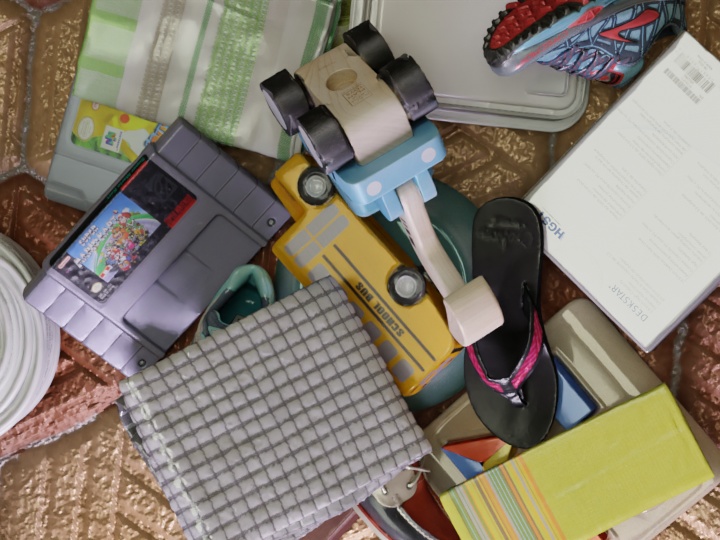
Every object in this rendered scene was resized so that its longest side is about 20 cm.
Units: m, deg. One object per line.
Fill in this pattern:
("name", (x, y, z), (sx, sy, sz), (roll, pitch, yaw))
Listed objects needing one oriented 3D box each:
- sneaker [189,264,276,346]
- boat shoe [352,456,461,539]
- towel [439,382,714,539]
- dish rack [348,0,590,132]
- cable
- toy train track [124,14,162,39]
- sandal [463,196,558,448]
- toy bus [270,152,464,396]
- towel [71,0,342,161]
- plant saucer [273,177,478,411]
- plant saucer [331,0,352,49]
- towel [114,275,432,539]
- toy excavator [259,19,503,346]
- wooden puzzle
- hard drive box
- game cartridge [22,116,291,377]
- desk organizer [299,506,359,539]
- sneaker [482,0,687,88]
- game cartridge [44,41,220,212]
("sneaker", (-0.117, 0.077, 1.569), (0.077, 0.086, 0.200), (15, 52, 2))
("boat shoe", (0.017, 0.155, 1.581), (0.200, 0.071, 0.063), (45, 112, 9))
("towel", (0.167, 0.167, 1.544), (0.200, 0.018, 0.086), (-28, 95, 9))
("dish rack", (0.094, -0.202, 1.568), (0.199, 0.044, 0.172), (6, 90, -8))
("cable", (-0.354, 0.056, 1.685), (0.200, 0.069, 0.200), (-31, 84, 10))
("toy train track", (-0.124, -0.266, 1.609), (0.115, 0.033, 0.200), (41, 104, 4))
("sandal", (0.111, 0.044, 1.535), (0.075, 0.045, 0.201), (0, 104, 18))
("toy bus", (0.000, 0.000, 1.572), (0.078, 0.065, 0.200), (-44, 82, 10))
("towel", (-0.126, -0.180, 1.596), (0.200, 0.031, 0.150), (16, 107, 5))
("plant saucer", (0.021, 0.017, 1.618), (0.199, 0.036, 0.201), (0, 89, 13))
("plant saucer", (-0.019, -0.266, 1.623), (0.199, 0.048, 0.201), (-8, 88, 12))
("towel", (-0.070, 0.118, 1.493), (0.200, 0.086, 0.166), (-28, 89, -20))
("toy excavator", (0.031, -0.061, 1.500), (0.100, 0.200, 0.195), (-32, 40, -7))
("wooden puzzle", (0.161, 0.152, 1.580), (0.200, 0.046, 0.185), (-41, 81, 9))
("hard drive box", (0.241, -0.060, 1.548), (0.200, 0.077, 0.156), (-46, 80, 8))
("game cartridge", (-0.168, -0.016, 1.628), (0.130, 0.038, 0.200), (38, 102, -27))
("desk organizer", (-0.089, 0.152, 1.624), (0.200, 0.072, 0.077), (44, 96, 9))
("sneaker", (0.183, -0.179, 1.522), (0.200, 0.079, 0.096), (-28, 110, -28))
("game cartridge", (-0.178, -0.136, 1.658), (0.133, 0.040, 0.200), (17, 98, 9))
